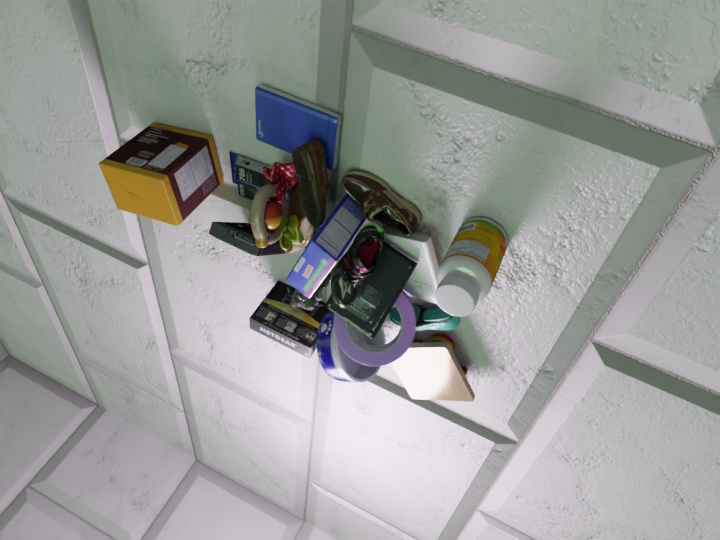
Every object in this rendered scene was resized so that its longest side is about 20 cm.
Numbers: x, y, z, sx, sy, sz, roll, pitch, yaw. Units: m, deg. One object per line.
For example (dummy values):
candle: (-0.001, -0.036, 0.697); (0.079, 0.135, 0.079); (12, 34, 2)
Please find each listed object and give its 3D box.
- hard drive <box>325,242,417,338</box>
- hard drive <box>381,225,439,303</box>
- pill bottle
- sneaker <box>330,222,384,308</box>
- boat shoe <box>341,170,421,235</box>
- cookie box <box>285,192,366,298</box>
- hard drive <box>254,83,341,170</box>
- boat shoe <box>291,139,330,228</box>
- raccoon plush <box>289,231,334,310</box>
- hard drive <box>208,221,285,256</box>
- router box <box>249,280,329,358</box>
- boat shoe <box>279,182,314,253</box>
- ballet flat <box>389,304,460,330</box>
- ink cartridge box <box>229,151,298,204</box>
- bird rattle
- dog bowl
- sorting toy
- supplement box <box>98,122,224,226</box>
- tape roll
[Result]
hard drive: (0.022, 0.033, 1.301); (0.138, 0.033, 0.202); (33, 105, 11)
hard drive: (0.124, -0.010, 1.321); (0.130, 0.027, 0.202); (16, 143, 36)
pill bottle: (0.221, -0.006, 1.152); (0.109, 0.201, 0.112); (18, 138, 17)
sneaker: (-0.009, -0.008, 1.239); (0.076, 0.084, 0.203); (21, 105, -11)
boat shoe: (0.037, -0.143, 1.243); (0.198, 0.072, 0.072); (35, 140, -1)
cookie box: (-0.070, -0.062, 1.294); (0.075, 0.201, 0.171); (36, 140, -4)
hard drive: (-0.138, -0.309, 1.236); (0.197, 0.025, 0.133); (24, 139, 12)
boat shoe: (-0.094, -0.186, 1.247); (0.072, 0.068, 0.202); (35, 145, 35)
raccoon plush: (-0.146, 0.004, 1.459); (0.095, 0.135, 0.202); (-3, 127, 37)
hard drive: (-0.275, -0.080, 1.435); (0.138, 0.200, 0.038); (24, 98, 11)
router box: (-0.188, 0.134, 1.597); (0.197, 0.158, 0.053); (25, 139, 12)
boat shoe: (-0.133, -0.134, 1.367); (0.074, 0.069, 0.202); (43, 122, 26)
ballet flat: (0.163, 0.125, 1.427); (0.197, 0.068, 0.070); (-5, 141, 39)
ink cartridge box: (-0.244, -0.212, 1.392); (0.197, 0.039, 0.100); (22, 139, 16)
bird rattle: (-0.190, -0.137, 1.272); (0.111, 0.163, 0.203); (14, 120, 14)
dog bowl: (-0.023, 0.193, 1.509); (0.078, 0.201, 0.202); (-8, 125, 40)
sorting toy: (0.192, 0.254, 1.525); (0.196, 0.070, 0.202); (-7, 125, 38)
supplement box: (-0.480, -0.241, 1.396); (0.194, 0.201, 0.134); (16, 137, 20)
tape roll: (0.035, 0.124, 1.377); (0.196, 0.066, 0.204); (1, 97, 4)
